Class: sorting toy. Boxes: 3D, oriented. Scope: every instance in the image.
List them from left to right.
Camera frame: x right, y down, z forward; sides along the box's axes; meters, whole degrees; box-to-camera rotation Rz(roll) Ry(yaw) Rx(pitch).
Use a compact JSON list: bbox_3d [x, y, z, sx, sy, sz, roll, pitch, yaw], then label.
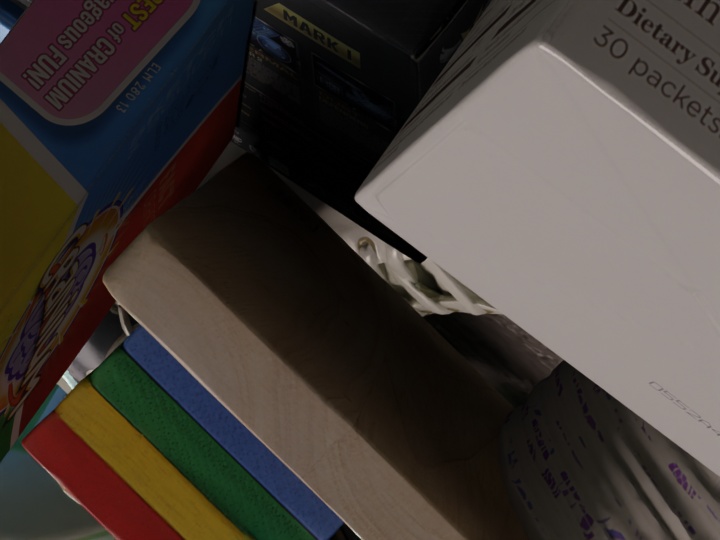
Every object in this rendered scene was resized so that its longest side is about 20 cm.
[{"bbox_3d":[0.007,0.070,0.788,0.199,0.070,0.200,44,-172,-2],"label":"sorting toy"}]

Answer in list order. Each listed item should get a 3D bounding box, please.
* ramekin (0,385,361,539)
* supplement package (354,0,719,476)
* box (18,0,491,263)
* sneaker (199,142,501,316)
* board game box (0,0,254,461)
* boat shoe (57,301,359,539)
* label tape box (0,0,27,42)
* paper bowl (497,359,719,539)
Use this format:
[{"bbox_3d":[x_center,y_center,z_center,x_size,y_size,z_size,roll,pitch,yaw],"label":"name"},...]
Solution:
[{"bbox_3d":[-0.070,0.065,1.093,0.200,0.200,0.098,20,151,45],"label":"ramekin"},{"bbox_3d":[0.122,-0.011,0.593,0.200,0.111,0.156,36,165,-5],"label":"supplement package"},{"bbox_3d":[-0.050,-0.097,0.827,0.200,0.051,0.158,33,166,12],"label":"box"},{"bbox_3d":[0.000,0.000,0.949,0.200,0.085,0.073,14,152,52],"label":"sneaker"},{"bbox_3d":[-0.101,0.009,0.772,0.040,0.200,0.153,34,165,4],"label":"board game box"},{"bbox_3d":[-0.061,0.025,0.909,0.062,0.075,0.201,-3,120,43],"label":"boat shoe"},{"bbox_3d":[-0.147,-0.044,1.007,0.144,0.063,0.200,35,135,4],"label":"label tape box"},{"bbox_3d":[0.138,0.078,0.759,0.201,0.104,0.201,42,-168,-11],"label":"paper bowl"}]
